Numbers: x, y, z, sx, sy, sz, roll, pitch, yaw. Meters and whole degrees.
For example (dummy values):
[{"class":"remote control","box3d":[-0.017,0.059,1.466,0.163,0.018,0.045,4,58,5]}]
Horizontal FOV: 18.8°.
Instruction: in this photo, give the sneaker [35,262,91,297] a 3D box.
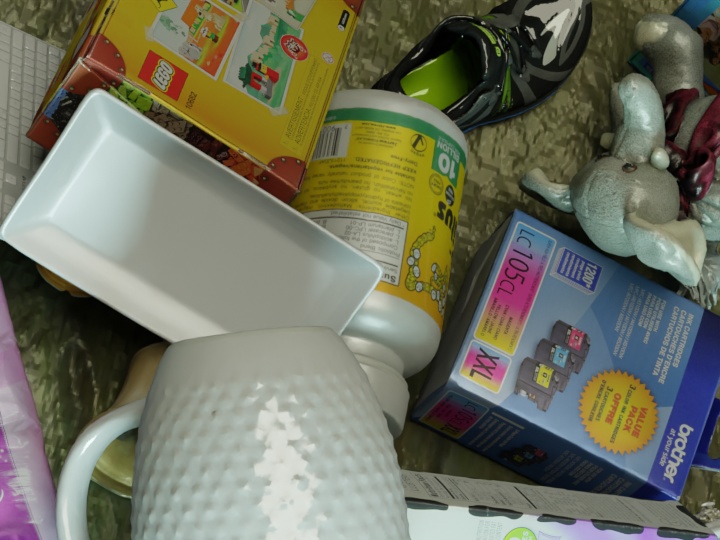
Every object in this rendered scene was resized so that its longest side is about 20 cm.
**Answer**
[{"class":"sneaker","box3d":[-0.137,-0.079,1.349,0.078,0.077,0.201,23,62,-7]}]

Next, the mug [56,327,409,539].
[{"class":"mug","box3d":[-0.073,0.126,1.165,0.199,0.148,0.176,-8,84,22]}]

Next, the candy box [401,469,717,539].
[{"class":"candy box","box3d":[0.090,0.213,1.272,0.199,0.072,0.169,8,99,-15]}]

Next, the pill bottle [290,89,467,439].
[{"class":"pill bottle","box3d":[0.000,0.000,1.344,0.112,0.113,0.201,16,65,-13]}]

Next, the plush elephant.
[{"class":"plush elephant","box3d":[0.194,-0.068,1.389,0.154,0.164,0.201,-4,110,-46]}]

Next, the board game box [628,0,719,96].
[{"class":"board game box","box3d":[0.284,-0.144,1.451,0.152,0.200,0.045,44,61,1]}]

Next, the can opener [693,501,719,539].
[{"class":"can opener","box3d":[0.169,0.190,1.361,0.199,0.053,0.067,-8,73,-21]}]

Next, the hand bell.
[{"class":"hand bell","box3d":[-0.109,0.032,1.325,0.104,0.104,0.201,15,52,-13]}]

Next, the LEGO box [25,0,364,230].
[{"class":"LEGO box","box3d":[-0.094,-0.126,1.312,0.149,0.077,0.200,32,42,-14]}]

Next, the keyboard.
[{"class":"keyboard","box3d":[-0.201,-0.081,1.310,0.056,0.011,0.200,29,33,-29]}]

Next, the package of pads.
[{"class":"package of pads","box3d":[-0.249,0.086,1.244,0.120,0.076,0.201,-10,73,-23]}]

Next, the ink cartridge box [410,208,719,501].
[{"class":"ink cartridge box","box3d":[0.151,0.071,1.391,0.199,0.076,0.137,28,63,-9]}]

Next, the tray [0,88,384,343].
[{"class":"tray","box3d":[-0.096,-0.013,1.243,0.200,0.022,0.108,32,106,-15]}]

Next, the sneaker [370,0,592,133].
[{"class":"sneaker","box3d":[0.085,-0.137,1.444,0.199,0.083,0.071,-31,82,-27]}]
